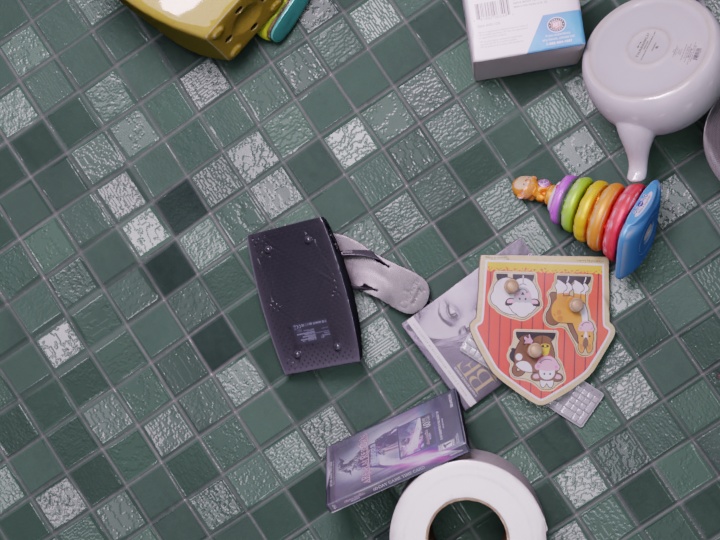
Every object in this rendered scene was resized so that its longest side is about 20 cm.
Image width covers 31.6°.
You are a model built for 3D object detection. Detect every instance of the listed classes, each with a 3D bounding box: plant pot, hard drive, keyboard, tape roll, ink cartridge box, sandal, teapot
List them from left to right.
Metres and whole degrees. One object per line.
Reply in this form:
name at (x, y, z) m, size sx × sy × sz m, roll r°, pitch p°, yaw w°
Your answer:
plant pot at (-0.216, -0.393, 1.684) m, size 0.200 × 0.195 × 0.194 m, roll 43°, pitch 93°, yaw 14°
hard drive at (-0.070, 0.034, 1.721) m, size 0.135 × 0.042 × 0.200 m, roll -13°, pitch 95°, yaw 28°
sandal at (0.001, 0.000, 1.741) m, size 0.200 × 0.043 × 0.076 m, roll 18°, pitch 90°, yaw 6°
tape roll at (0.141, 0.341, 1.671) m, size 0.202 × 0.139 × 0.203 m, roll 0°, pitch 88°, yaw 6°
ink cartridge box at (0.206, -0.371, 1.681) m, size 0.146 × 0.146 × 0.200 m, roll -8°, pitch 88°, yaw 6°
keyboard at (0.231, 0.137, 1.718) m, size 0.200 × 0.011 × 0.056 m, roll 33°, pitch 91°, yaw -3°
teapot at (0.390, -0.252, 1.652) m, size 0.200 × 0.146 × 0.198 m, roll -28°, pitch 54°, yaw 11°

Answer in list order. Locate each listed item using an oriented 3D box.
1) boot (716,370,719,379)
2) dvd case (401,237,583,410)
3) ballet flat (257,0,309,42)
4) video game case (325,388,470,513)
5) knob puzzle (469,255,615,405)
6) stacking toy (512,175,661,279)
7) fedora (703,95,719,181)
boot at (0.559, 0.053, 1.676) m, size 0.186 × 0.064 × 0.200 m, roll 0°, pitch 91°, yaw -8°
dvd case at (0.179, 0.073, 1.727) m, size 0.200 × 0.016 × 0.149 m, roll -36°, pitch 94°, yaw 4°
ballet flat at (-0.080, -0.406, 1.755) m, size 0.200 × 0.067 × 0.067 m, roll -48°, pitch 67°, yaw 4°
video game case at (0.045, 0.236, 1.676) m, size 0.200 × 0.143 × 0.019 m, roll -25°, pitch 112°, yaw 9°
knob puzzle at (0.245, 0.080, 1.697) m, size 0.219 × 0.030 × 0.220 m, roll 0°, pitch 90°, yaw -5°
stacking toy at (0.293, -0.086, 1.696) m, size 0.200 × 0.110 × 0.116 m, roll 24°, pitch 59°, yaw 24°
fedora at (0.538, -0.168, 1.672) m, size 0.200 × 0.090 × 0.177 m, roll 30°, pitch 93°, yaw -2°
